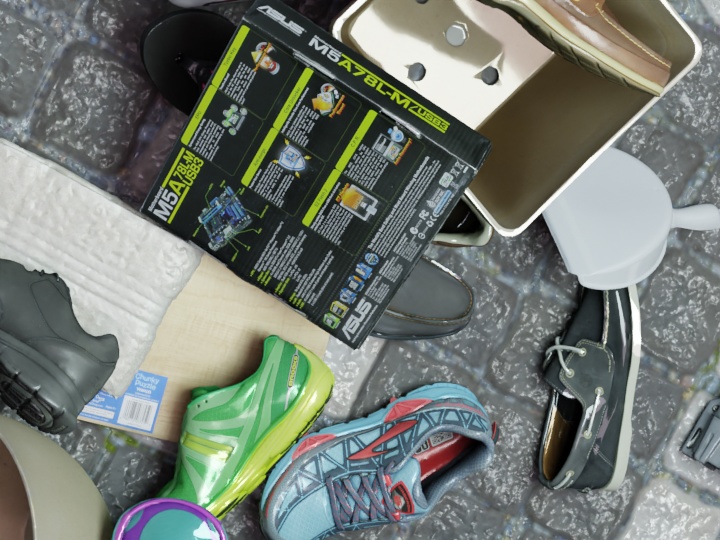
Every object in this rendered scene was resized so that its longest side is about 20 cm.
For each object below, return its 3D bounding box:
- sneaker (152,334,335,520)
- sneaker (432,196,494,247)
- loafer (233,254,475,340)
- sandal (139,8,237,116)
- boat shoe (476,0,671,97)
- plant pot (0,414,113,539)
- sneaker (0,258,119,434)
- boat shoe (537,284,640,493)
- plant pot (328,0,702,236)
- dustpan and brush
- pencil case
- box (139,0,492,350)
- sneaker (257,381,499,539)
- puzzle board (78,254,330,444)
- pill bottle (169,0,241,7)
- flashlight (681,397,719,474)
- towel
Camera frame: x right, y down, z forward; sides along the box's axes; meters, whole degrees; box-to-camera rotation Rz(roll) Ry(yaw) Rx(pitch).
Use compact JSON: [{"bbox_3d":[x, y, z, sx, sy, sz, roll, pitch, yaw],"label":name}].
[{"bbox_3d":[-0.106,0.131,1.687,0.084,0.074,0.200,44,91,8],"label":"sneaker"},{"bbox_3d":[0.017,-0.066,1.668,0.199,0.075,0.071,14,103,-31],"label":"sneaker"},{"bbox_3d":[0.000,0.000,1.684,0.199,0.072,0.073,15,65,-15],"label":"loafer"},{"bbox_3d":[-0.084,-0.115,1.651,0.075,0.045,0.200,-41,119,0],"label":"sandal"},{"bbox_3d":[0.136,-0.189,1.521,0.199,0.072,0.068,33,91,-13],"label":"boat shoe"},{"bbox_3d":[-0.256,0.200,1.620,0.134,0.199,0.202,8,98,-51],"label":"plant pot"},{"bbox_3d":[-0.258,0.026,1.603,0.200,0.076,0.091,43,62,1],"label":"sneaker"},{"bbox_3d":[0.178,0.076,1.755,0.067,0.072,0.202,2,100,-18],"label":"boat shoe"},{"bbox_3d":[0.092,-0.171,1.641,0.200,0.177,0.200,-43,105,-5],"label":"plant pot"},{"bbox_3d":[0.216,-0.045,1.743,0.199,0.057,0.140,-7,57,-24],"label":"dustpan and brush"},{"bbox_3d":[-0.137,0.241,1.637,0.092,0.200,0.085,29,65,11],"label":"pencil case"},{"bbox_3d":[-0.035,-0.065,1.571,0.192,0.048,0.200,34,130,2],"label":"box"},{"bbox_3d":[0.014,0.155,1.707,0.199,0.096,0.080,-30,117,-8],"label":"sneaker"},{"bbox_3d":[-0.126,0.057,1.705,0.199,0.017,0.152,14,95,-15],"label":"puzzle board"},{"bbox_3d":[-0.089,-0.252,1.618,0.198,0.113,0.114,-9,100,-13],"label":"pill bottle"},{"bbox_3d":[0.343,0.080,1.801,0.068,0.068,0.201,30,89,-19],"label":"flashlight"},{"bbox_3d":[-0.232,-0.006,1.649,0.199,0.034,0.133,29,94,-9],"label":"towel"}]
